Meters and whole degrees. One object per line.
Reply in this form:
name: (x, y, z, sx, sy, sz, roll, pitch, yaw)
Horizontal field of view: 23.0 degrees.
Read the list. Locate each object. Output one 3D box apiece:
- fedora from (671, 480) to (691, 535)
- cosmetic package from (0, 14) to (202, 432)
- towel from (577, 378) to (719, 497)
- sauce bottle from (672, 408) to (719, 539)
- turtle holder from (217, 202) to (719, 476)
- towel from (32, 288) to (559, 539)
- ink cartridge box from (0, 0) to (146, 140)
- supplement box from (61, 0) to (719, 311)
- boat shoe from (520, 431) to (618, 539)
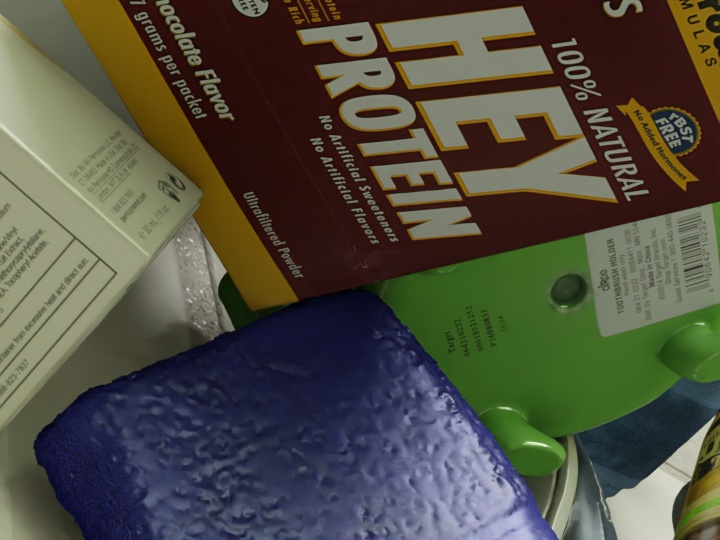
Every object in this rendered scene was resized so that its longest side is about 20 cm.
fedora: (0.212, 0.175, 0.801, 0.200, 0.090, 0.177, 19, 27, -24)
cosmetic package: (-0.159, -0.045, 0.536, 0.200, 0.105, 0.071, 43, 19, -6)
towel: (0.149, 0.025, 0.822, 0.112, 0.200, 0.049, 27, 23, -37)
sauce bottle: (0.168, 0.088, 0.730, 0.065, 0.065, 0.200, 42, 29, -4)
turtle holder: (0.054, -0.001, 0.695, 0.141, 0.185, 0.132, 42, 12, -28)
towel: (0.002, 0.107, 0.559, 0.147, 0.050, 0.200, -21, 66, -38)
ink cartridge box: (-0.099, -0.095, 0.703, 0.145, 0.085, 0.200, 56, 14, -4)
supplement box: (0.045, -0.113, 0.588, 0.133, 0.200, 0.197, 60, 32, -28)
boat shoe: (0.076, 0.129, 0.667, 0.062, 0.075, 0.200, 36, 24, -18)
